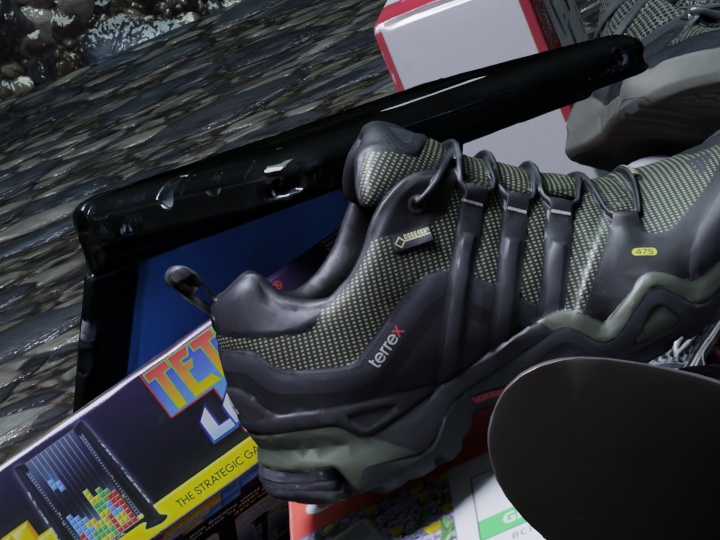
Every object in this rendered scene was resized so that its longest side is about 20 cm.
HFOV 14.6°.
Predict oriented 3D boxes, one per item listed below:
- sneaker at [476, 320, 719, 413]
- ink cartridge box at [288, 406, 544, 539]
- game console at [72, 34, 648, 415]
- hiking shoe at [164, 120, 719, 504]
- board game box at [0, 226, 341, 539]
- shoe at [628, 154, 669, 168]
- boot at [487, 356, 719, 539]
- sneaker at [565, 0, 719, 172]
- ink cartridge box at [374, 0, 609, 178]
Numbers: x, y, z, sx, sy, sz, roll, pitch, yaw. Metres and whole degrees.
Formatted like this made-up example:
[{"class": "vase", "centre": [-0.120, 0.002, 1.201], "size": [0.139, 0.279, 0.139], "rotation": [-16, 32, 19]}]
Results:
[{"class": "sneaker", "centre": [0.120, 0.039, 1.015], "size": [0.200, 0.081, 0.075], "rotation": [-43, 32, -14]}, {"class": "ink cartridge box", "centre": [0.034, 0.087, 0.895], "size": [0.109, 0.050, 0.200], "rotation": [-25, 29, 11]}, {"class": "game console", "centre": [0.000, 0.000, 1.044], "size": [0.200, 0.117, 0.176], "rotation": [-22, 8, -42]}, {"class": "hiking shoe", "centre": [0.042, -0.009, 0.884], "size": [0.200, 0.101, 0.076], "rotation": [-29, 13, -9]}, {"class": "board game box", "centre": [-0.038, 0.064, 1.009], "size": [0.200, 0.057, 0.165], "rotation": [-35, -15, -12]}, {"class": "shoe", "centre": [0.104, 0.007, 1.177], "size": [0.091, 0.072, 0.200], "rotation": [-17, 17, -2]}, {"class": "boot", "centre": [0.104, 0.053, 0.840], "size": [0.064, 0.186, 0.200], "rotation": [-64, 14, 8]}, {"class": "sneaker", "centre": [0.146, -0.106, 1.222], "size": [0.076, 0.115, 0.199], "rotation": [11, -6, -10]}, {"class": "ink cartridge box", "centre": [0.079, -0.096, 1.487], "size": [0.083, 0.147, 0.200], "rotation": [-19, 14, 12]}]
